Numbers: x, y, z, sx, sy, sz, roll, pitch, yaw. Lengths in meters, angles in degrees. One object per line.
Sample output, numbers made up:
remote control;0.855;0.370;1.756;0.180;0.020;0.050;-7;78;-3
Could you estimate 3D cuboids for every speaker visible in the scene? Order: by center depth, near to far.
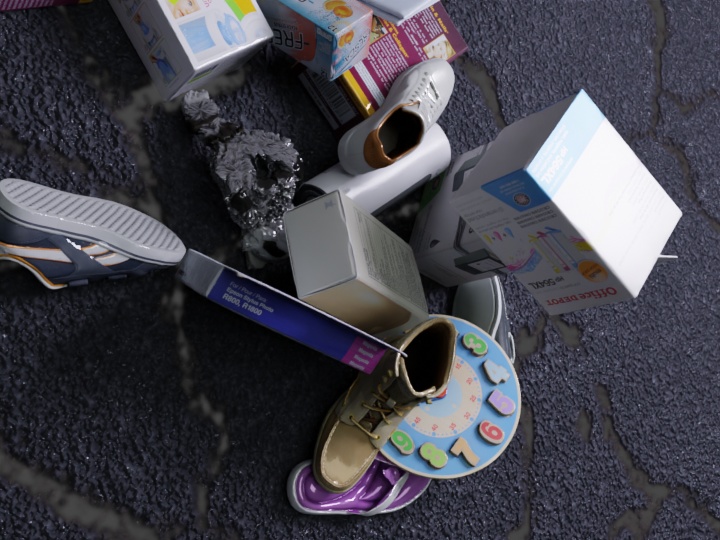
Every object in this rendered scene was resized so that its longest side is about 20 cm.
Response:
speaker;0.020;-0.114;1.015;0.200;0.081;0.082;-36;100;-32

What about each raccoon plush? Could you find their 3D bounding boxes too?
raccoon plush;-0.125;-0.100;0.941;0.096;0.134;0.201;-20;59;-18

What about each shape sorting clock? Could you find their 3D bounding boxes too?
shape sorting clock;0.093;0.145;0.991;0.198;0.039;0.202;0;63;-1

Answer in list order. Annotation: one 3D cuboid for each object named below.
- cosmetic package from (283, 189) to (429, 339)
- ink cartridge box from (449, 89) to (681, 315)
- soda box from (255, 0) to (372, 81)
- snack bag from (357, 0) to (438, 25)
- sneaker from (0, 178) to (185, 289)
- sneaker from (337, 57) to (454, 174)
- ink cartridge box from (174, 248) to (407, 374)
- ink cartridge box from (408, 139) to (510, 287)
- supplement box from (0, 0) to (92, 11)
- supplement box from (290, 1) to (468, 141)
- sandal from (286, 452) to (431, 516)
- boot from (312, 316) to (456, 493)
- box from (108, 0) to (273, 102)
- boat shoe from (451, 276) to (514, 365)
cosmetic package;0.000;0.000;0.917;0.200;0.071;0.106;34;40;-58
ink cartridge box;0.220;-0.055;0.862;0.200;0.128;0.125;46;62;-14
soda box;-0.082;-0.295;0.933;0.199;0.064;0.068;37;57;21
snack bag;0.046;-0.381;1.044;0.200;0.188;0.022;-39;147;-30
sneaker;-0.273;-0.026;0.820;0.199;0.079;0.080;17;115;-42
sneaker;0.065;-0.178;0.958;0.200;0.084;0.073;-50;120;-28
ink cartridge box;-0.078;0.045;0.853;0.195;0.200;0.044;28;87;-24
ink cartridge box;0.155;-0.073;1.020;0.084;0.200;0.147;27;67;-25
supplement box;-0.360;-0.329;0.803;0.199;0.103;0.132;-20;92;-33
supplement box;0.027;-0.267;1.044;0.200;0.085;0.111;-41;102;-30
sandal;0.012;0.244;0.959;0.201;0.050;0.083;-5;84;-33
boot;0.026;0.143;0.886;0.073;0.155;0.201;37;70;-4
box;-0.202;-0.306;0.898;0.112;0.101;0.201;-34;99;-32
boat shoe;0.162;0.094;1.073;0.060;0.075;0.202;13;80;-45
